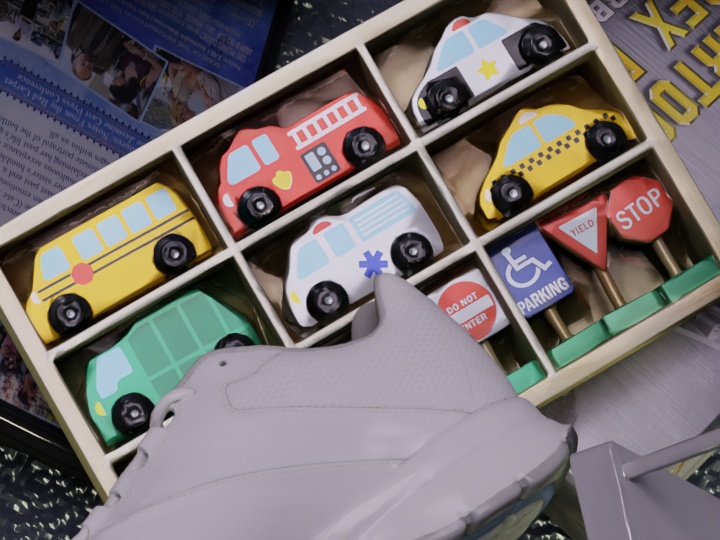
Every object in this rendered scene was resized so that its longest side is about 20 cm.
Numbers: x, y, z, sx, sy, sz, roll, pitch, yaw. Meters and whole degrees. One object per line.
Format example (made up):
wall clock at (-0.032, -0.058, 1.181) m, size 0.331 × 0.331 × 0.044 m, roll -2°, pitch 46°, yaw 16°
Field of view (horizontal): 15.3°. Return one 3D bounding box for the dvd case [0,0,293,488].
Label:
dvd case at (-0.103, -0.043, 0.830) m, size 0.142 × 0.018 × 0.201 m, roll 29°, pitch 53°, yaw -20°

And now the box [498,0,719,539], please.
box at (0.089, -0.030, 0.861) m, size 0.200 × 0.048 × 0.158 m, roll -41°, pitch 72°, yaw -18°

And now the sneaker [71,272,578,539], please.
sneaker at (-0.038, 0.072, 0.720) m, size 0.200 × 0.075 × 0.087 m, roll -28°, pitch 71°, yaw -29°

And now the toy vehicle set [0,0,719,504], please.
toy vehicle set at (0.000, 0.000, 0.790) m, size 0.199 × 0.027 × 0.125 m, roll -30°, pitch 83°, yaw -12°

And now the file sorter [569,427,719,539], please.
file sorter at (0.159, 0.136, 0.712) m, size 0.124 × 0.139 × 0.201 m, roll -23°, pitch 63°, yaw 22°
